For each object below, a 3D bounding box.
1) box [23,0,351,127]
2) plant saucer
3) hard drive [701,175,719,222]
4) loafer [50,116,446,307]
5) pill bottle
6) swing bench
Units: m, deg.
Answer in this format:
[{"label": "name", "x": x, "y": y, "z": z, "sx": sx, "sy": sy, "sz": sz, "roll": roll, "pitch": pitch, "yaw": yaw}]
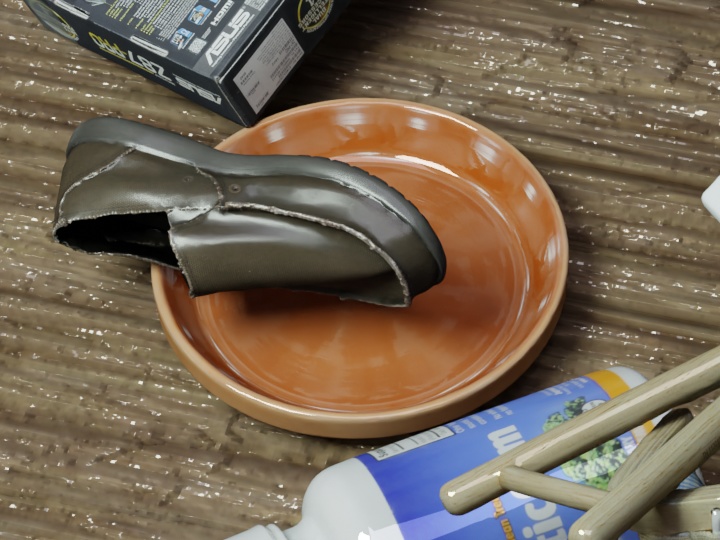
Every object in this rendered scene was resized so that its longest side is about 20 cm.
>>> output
[{"label": "box", "x": -0.060, "y": -0.185, "z": 1.517, "sx": 0.161, "sy": 0.049, "sz": 0.200, "roll": 27, "pitch": 73, "yaw": 35}, {"label": "plant saucer", "x": 0.000, "y": 0.000, "z": 1.424, "sx": 0.200, "sy": 0.032, "sz": 0.201, "roll": -1, "pitch": 51, "yaw": 1}, {"label": "hard drive", "x": 0.247, "y": 0.040, "z": 1.324, "sx": 0.026, "sy": 0.132, "sz": 0.200, "roll": -48, "pitch": 55, "yaw": 14}, {"label": "loafer", "x": -0.056, "y": -0.012, "z": 1.378, "sx": 0.200, "sy": 0.073, "sz": 0.071, "roll": 13, "pitch": 57, "yaw": 23}, {"label": "pill bottle", "x": 0.043, "y": 0.123, "z": 1.268, "sx": 0.200, "sy": 0.112, "sz": 0.112, "roll": -19, "pitch": 52, "yaw": -12}, {"label": "swing bench", "x": 0.172, "y": 0.128, "z": 1.180, "sx": 0.200, "sy": 0.199, "sz": 0.130, "roll": -31, "pitch": 16, "yaw": -20}]
